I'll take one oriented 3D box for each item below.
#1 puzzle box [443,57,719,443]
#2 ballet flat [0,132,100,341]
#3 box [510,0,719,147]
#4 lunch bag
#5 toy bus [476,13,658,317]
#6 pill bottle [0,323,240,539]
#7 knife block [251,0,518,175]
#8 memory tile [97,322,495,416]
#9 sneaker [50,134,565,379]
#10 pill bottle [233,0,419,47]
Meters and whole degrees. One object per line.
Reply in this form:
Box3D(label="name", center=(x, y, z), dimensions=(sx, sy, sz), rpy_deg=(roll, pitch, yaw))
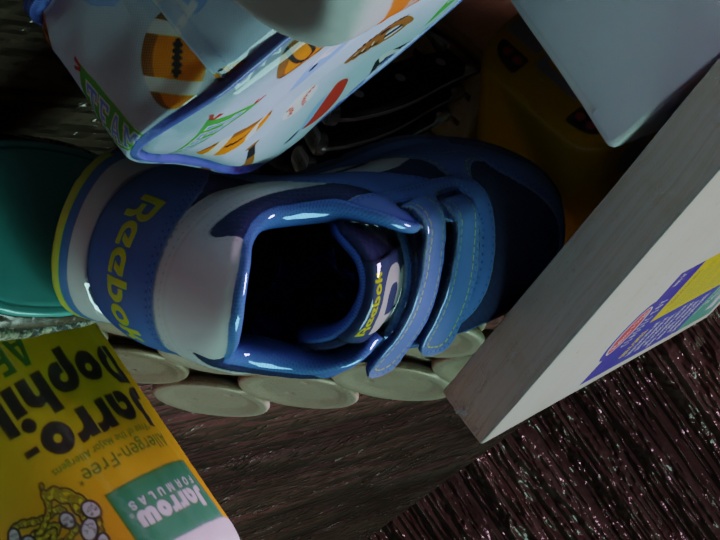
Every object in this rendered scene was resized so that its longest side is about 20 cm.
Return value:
Box3D(label="puzzle box", center=(0.119, -0.023, 0.965), dimensions=(0.133, 0.025, 0.200), rpy_deg=(-26, 162, -41))
Box3D(label="ballet flat", center=(-0.145, -0.004, 0.881), dimensions=(0.075, 0.068, 0.200), rpy_deg=(-15, 178, 34))
Box3D(label="box", center=(0.128, -0.135, 0.957), dimensions=(0.097, 0.124, 0.200), rpy_deg=(-41, 168, 35))
Box3D(label="lunch bag", center=(0.000, -0.106, 0.813), dimensions=(0.200, 0.076, 0.160), rpy_deg=(-38, 173, 12))
Box3D(label="toy bus", center=(0.087, -0.030, 1.062), dimensions=(0.078, 0.065, 0.200), rpy_deg=(-40, 158, -19))
Box3D(label="pill bottle", center=(-0.112, 0.091, 1.009), dimensions=(0.113, 0.200, 0.113), rpy_deg=(-34, 171, -6))
Box3D(label="knife block", center=(0.041, -0.086, 1.054), dimensions=(0.200, 0.064, 0.176), rpy_deg=(-46, 160, -2))
Box3D(label="memory tile", center=(-0.036, 0.025, 1.094), dimensions=(0.200, 0.017, 0.153), rpy_deg=(-6, 159, 39))
Box3D(label="sneaker", center=(0.000, 0.000, 0.918), dimensions=(0.200, 0.082, 0.074), rpy_deg=(-6, 109, -40))
Box3D(label="pill bottle", center=(0.045, -0.145, 0.639), dimensions=(0.200, 0.114, 0.114), rpy_deg=(-31, 170, -17))
